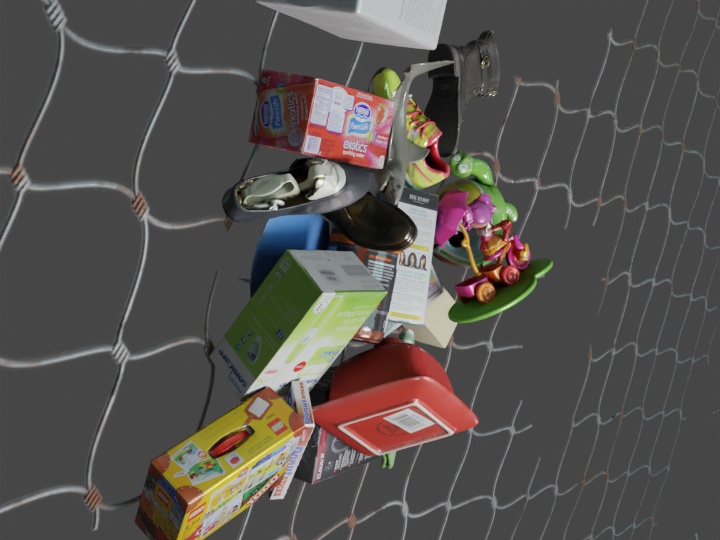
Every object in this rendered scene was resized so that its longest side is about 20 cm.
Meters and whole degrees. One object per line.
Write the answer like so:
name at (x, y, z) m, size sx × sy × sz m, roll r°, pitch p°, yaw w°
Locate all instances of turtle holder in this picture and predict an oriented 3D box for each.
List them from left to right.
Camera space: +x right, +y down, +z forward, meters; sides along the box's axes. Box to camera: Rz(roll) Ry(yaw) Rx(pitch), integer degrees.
turtle holder at (0.173, -0.089, 1.791) m, size 0.132 × 0.141 × 0.186 m, roll -9°, pitch 144°, yaw -33°

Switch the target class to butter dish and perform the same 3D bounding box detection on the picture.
butter dish at (0.045, 0.166, 1.574) m, size 0.200 × 0.199 × 0.148 m, roll 43°, pitch 35°, yaw -48°

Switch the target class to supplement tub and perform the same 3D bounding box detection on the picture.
supplement tub at (0.000, 0.000, 1.553) m, size 0.107 × 0.107 × 0.200 m, roll 14°, pitch 87°, yaw -57°

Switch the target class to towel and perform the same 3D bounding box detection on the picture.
towel at (0.056, 0.209, 1.763) m, size 0.149 × 0.031 × 0.200 m, roll 81°, pitch 21°, yaw -66°

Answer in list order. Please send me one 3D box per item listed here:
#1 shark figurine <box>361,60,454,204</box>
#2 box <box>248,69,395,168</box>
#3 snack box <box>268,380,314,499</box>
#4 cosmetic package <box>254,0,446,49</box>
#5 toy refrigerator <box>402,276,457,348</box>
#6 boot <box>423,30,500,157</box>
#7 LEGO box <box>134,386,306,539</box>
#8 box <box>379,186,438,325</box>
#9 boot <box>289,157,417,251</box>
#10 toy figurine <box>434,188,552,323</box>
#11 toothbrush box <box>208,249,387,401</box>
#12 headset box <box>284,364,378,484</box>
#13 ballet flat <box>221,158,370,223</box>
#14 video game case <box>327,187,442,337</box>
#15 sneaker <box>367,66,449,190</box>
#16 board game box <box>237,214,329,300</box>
shark figurine at (0.068, -0.201, 1.569) m, size 0.089 × 0.128 × 0.215 m, roll 11°, pitch 94°, yaw -22°
box at (-0.048, -0.201, 1.460) m, size 0.200 × 0.095 × 0.100 m, roll 2°, pitch 102°, yaw -57°
snack box at (-0.101, 0.238, 1.506) m, size 0.024 × 0.072 × 0.200 m, roll 2°, pitch 140°, yaw -18°
cosmetic package at (0.001, -0.392, 1.391) m, size 0.200 × 0.167 × 0.167 m, roll 5°, pitch 99°, yaw -58°
toy refrigerator at (0.089, 0.044, 1.789) m, size 0.200 × 0.070 × 0.076 m, roll 48°, pitch 62°, yaw -47°
boot at (0.179, -0.293, 1.791) m, size 0.174 × 0.069 × 0.200 m, roll -18°, pitch 115°, yaw -52°
LEGO box at (-0.181, 0.260, 1.393) m, size 0.200 × 0.077 × 0.149 m, roll -30°, pitch 154°, yaw -40°
box at (0.062, -0.022, 1.632) m, size 0.082 × 0.049 × 0.200 m, roll 12°, pitch 83°, yaw -39°
boot at (-0.016, -0.089, 1.465) m, size 0.075 × 0.200 × 0.097 m, roll -57°, pitch 141°, yaw -7°
toy figurine at (0.189, -0.046, 1.694) m, size 0.200 × 0.150 × 0.184 m, roll -32°, pitch 104°, yaw -25°
toothbrush box at (-0.083, 0.072, 1.444) m, size 0.146 × 0.086 × 0.200 m, roll 2°, pitch 133°, yaw -54°
headset box at (-0.046, 0.230, 1.655) m, size 0.200 × 0.075 × 0.149 m, roll -8°, pitch 109°, yaw -55°
ballet flat at (-0.078, -0.106, 1.390) m, size 0.200 × 0.073 × 0.073 m, roll -13°, pitch 120°, yaw -12°
video game case at (0.041, -0.018, 1.659) m, size 0.143 × 0.018 × 0.200 m, roll -35°, pitch 110°, yaw -32°
sneaker at (0.079, -0.215, 1.628) m, size 0.078 × 0.090 × 0.200 m, roll -47°, pitch 121°, yaw -43°
board game box at (-0.109, -0.018, 1.498) m, size 0.200 × 0.039 × 0.158 m, roll 39°, pitch 69°, yaw -63°
